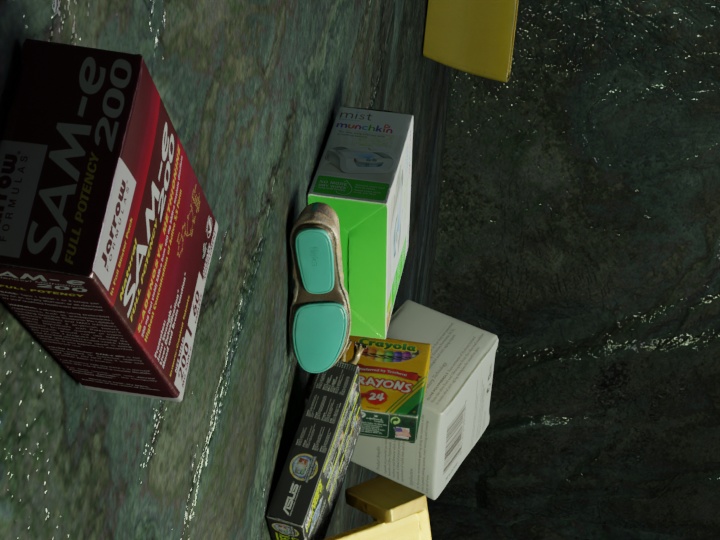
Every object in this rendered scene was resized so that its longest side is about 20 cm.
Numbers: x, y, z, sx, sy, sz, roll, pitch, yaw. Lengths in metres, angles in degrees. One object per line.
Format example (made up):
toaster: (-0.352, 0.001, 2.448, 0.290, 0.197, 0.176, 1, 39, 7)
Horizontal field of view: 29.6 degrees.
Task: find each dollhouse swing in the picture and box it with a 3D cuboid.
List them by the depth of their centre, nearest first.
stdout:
dollhouse swing: (-0.008, 0.369, 1.590, 0.181, 0.174, 0.202, -175, -104, -66)

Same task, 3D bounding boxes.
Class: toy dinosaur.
toy dinosaur: (-0.037, 0.131, 1.710, 0.102, 0.058, 0.200, -68, 165, -3)

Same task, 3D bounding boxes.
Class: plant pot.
plant pot: (0.220, -0.489, 2.719, 0.200, 0.174, 0.202, -50, 147, -77)

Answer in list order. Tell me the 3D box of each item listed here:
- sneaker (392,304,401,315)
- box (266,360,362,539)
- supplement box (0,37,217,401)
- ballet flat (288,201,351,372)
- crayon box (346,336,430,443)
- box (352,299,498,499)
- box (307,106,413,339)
sneaker: (0.036, 0.120, 2.221, 0.201, 0.074, 0.082, 87, 20, -54)
box: (-0.048, 0.223, 1.550, 0.161, 0.044, 0.201, 85, 22, -59)
supplement box: (-0.123, -0.015, 0.675, 0.200, 0.060, 0.110, 77, 21, -69)
ballet flat: (-0.041, 0.015, 1.432, 0.068, 0.067, 0.202, -87, -179, -53)
crayon box: (0.031, 0.155, 1.940, 0.201, 0.125, 0.051, -76, 170, -56)
box: (0.094, 0.199, 2.121, 0.200, 0.170, 0.200, -48, 150, -42)
box: (0.000, -0.056, 1.582, 0.177, 0.096, 0.201, -72, 167, -49)
